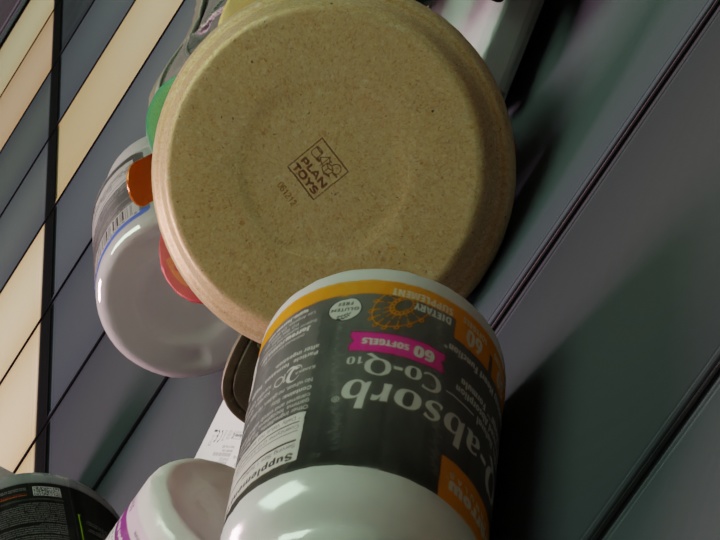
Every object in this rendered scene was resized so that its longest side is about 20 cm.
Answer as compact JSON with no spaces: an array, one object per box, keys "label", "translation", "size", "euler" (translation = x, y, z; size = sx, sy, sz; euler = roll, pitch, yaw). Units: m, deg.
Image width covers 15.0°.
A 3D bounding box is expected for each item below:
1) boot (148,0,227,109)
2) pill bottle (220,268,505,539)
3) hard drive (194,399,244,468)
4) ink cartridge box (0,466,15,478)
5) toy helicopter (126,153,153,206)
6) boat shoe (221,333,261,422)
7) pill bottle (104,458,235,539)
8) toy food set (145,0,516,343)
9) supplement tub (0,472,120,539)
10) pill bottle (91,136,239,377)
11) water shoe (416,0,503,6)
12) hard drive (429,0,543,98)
[{"label":"boot","translation":[-0.041,-0.170,1.637],"size":[0.200,0.073,0.182],"euler":[-40,25,57]},{"label":"pill bottle","translation":[0.001,0.101,1.185],"size":[0.116,0.116,0.200],"euler":[-49,19,35]},{"label":"hard drive","translation":[-0.044,0.064,1.556],"size":[0.200,0.026,0.132],"euler":[-63,16,-11]},{"label":"ink cartridge box","translation":[-0.303,0.216,1.873],"size":[0.200,0.145,0.083],"euler":[-64,15,-13]},{"label":"toy helicopter","translation":[-0.061,-0.057,1.625],"size":[0.200,0.132,0.079],"euler":[51,-144,-78]},{"label":"boat shoe","translation":[0.000,0.000,1.471],"size":[0.200,0.072,0.068],"euler":[-48,13,8]},{"label":"pill bottle","translation":[-0.105,0.199,1.346],"size":[0.200,0.112,0.112],"euler":[-54,17,20]},{"label":"toy food set","translation":[-0.018,-0.051,1.407],"size":[0.198,0.200,0.049],"euler":[-55,-12,8]},{"label":"supplement tub","translation":[-0.182,0.200,1.568],"size":[0.123,0.123,0.200],"euler":[-58,15,7]},{"label":"pill bottle","translation":[-0.116,-0.017,1.765],"size":[0.114,0.114,0.200],"euler":[-57,16,14]},{"label":"water shoe","translation":[0.091,-0.178,1.445],"size":[0.200,0.071,0.079],"euler":[-3,73,48]},{"label":"hard drive","translation":[0.075,-0.164,1.559],"size":[0.132,0.026,0.200],"euler":[-32,32,60]}]
